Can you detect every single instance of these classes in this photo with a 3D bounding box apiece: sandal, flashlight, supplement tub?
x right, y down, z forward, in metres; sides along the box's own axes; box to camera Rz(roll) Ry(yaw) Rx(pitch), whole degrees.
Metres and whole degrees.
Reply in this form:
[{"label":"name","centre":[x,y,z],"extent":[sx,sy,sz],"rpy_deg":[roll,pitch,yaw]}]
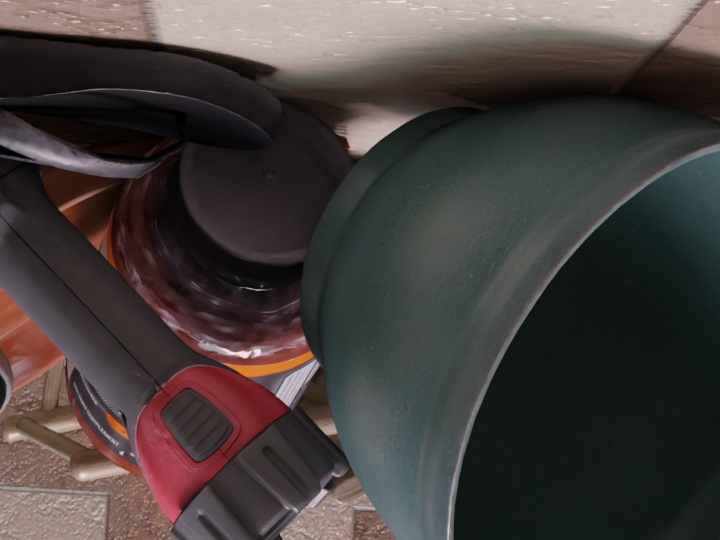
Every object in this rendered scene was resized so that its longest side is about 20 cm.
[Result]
[{"label":"sandal","centre":[-0.126,-0.056,0.774],"extent":[0.199,0.043,0.076],"rpy_deg":[6,174,-22]},{"label":"flashlight","centre":[-0.094,0.023,0.822],"extent":[0.068,0.200,0.068],"rpy_deg":[-50,170,34]},{"label":"supplement tub","centre":[-0.059,0.008,0.916],"extent":[0.106,0.108,0.200],"rpy_deg":[5,153,-14]}]

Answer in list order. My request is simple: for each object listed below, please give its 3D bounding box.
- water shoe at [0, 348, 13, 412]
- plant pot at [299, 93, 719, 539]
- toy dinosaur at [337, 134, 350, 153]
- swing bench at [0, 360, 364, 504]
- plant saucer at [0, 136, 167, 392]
[{"label":"water shoe","centre":[-0.205,0.048,0.822],"extent":[0.071,0.079,0.199],"rpy_deg":[-44,144,21]},{"label":"plant pot","centre":[0.062,0.018,0.814],"extent":[0.134,0.201,0.200],"rpy_deg":[34,-165,39]},{"label":"toy dinosaur","centre":[0.000,0.000,1.000],"extent":[0.135,0.103,0.200],"rpy_deg":[27,-177,20]},{"label":"swing bench","centre":[-0.071,0.050,1.191],"extent":[0.199,0.131,0.199],"rpy_deg":[9,180,-20]},{"label":"plant saucer","centre":[-0.152,0.006,0.971],"extent":[0.200,0.032,0.200],"rpy_deg":[-35,167,-9]}]
